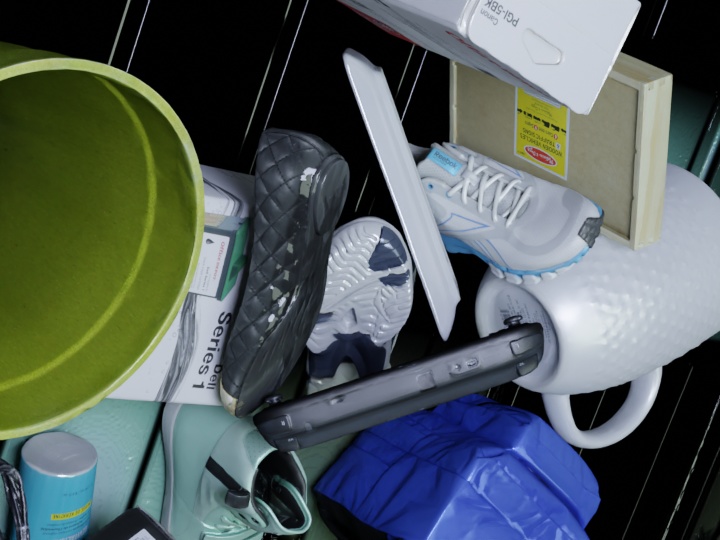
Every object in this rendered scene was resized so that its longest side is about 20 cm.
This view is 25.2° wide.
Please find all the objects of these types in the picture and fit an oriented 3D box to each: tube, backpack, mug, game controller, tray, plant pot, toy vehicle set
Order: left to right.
[{"bbox_3d":[-0.219,-0.043,0.857,0.200,0.193,0.202,-22,125,-34],"label":"plant pot"},{"bbox_3d":[-0.217,0.207,1.106,0.077,0.050,0.201,-13,126,-39],"label":"tube"},{"bbox_3d":[0.026,0.073,1.068,0.199,0.104,0.042,-18,93,1],"label":"game controller"},{"bbox_3d":[0.031,-0.057,1.094,0.022,0.107,0.201,-19,99,5],"label":"tray"},{"bbox_3d":[0.075,0.185,1.244,0.168,0.200,0.163,-47,114,-18],"label":"backpack"},{"bbox_3d":[0.136,-0.110,1.143,0.026,0.200,0.125,-22,127,-31],"label":"toy vehicle set"},{"bbox_3d":[0.180,0.038,1.208,0.175,0.147,0.201,-25,117,-35],"label":"mug"}]

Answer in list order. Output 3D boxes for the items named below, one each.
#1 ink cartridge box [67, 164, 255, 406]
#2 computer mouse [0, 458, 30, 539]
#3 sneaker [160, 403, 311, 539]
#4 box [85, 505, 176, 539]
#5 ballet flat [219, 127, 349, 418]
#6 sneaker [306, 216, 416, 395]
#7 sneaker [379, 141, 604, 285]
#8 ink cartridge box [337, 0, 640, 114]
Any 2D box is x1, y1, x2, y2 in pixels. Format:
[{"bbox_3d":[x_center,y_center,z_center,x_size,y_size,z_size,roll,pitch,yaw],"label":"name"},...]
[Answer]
[{"bbox_3d":[-0.137,0.004,1.036,0.199,0.084,0.147,8,107,-45],"label":"ink cartridge box"},{"bbox_3d":[-0.247,0.093,0.969,0.059,0.034,0.201,-35,109,-35],"label":"computer mouse"},{"bbox_3d":[-0.086,0.187,1.159,0.074,0.118,0.202,-27,130,-31],"label":"sneaker"},{"bbox_3d":[-0.198,0.281,1.078,0.200,0.086,0.164,-35,151,-32],"label":"box"},{"bbox_3d":[-0.055,0.004,1.026,0.066,0.057,0.201,-22,135,-56],"label":"ballet flat"},{"bbox_3d":[0.000,0.000,1.137,0.079,0.130,0.200,1,141,3],"label":"sneaker"},{"bbox_3d":[0.082,-0.050,1.134,0.087,0.199,0.075,47,69,-36],"label":"sneaker"},{"bbox_3d":[0.057,-0.187,1.026,0.146,0.200,0.083,25,94,-47],"label":"ink cartridge box"}]
